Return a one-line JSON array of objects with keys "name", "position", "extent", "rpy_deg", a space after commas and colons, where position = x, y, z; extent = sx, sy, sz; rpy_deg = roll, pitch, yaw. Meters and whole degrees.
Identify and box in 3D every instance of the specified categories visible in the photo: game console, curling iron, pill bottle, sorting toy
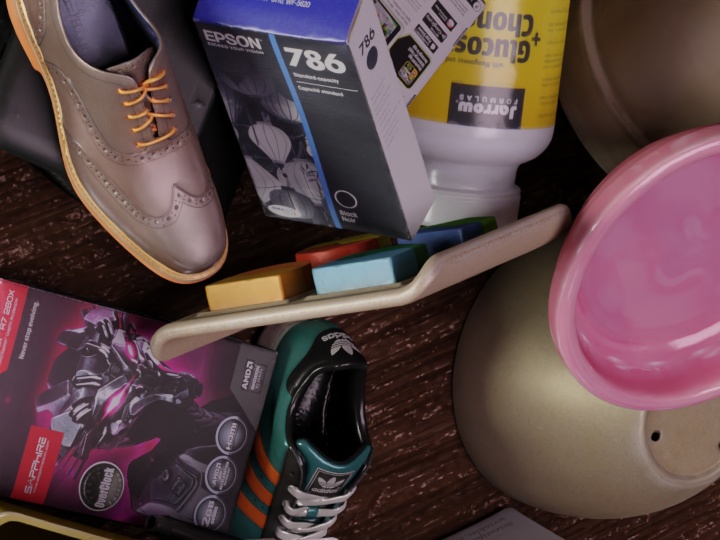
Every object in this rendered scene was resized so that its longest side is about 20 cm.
[{"name": "game console", "position": [-0.116, -0.127, 1.570], "extent": [0.176, 0.116, 0.200], "rpy_deg": [24, 77, -17]}, {"name": "curling iron", "position": [-0.051, 0.173, 1.662], "extent": [0.200, 0.026, 0.050], "rpy_deg": [22, 130, -37]}, {"name": "pill bottle", "position": [0.067, -0.129, 1.670], "extent": [0.112, 0.112, 0.201], "rpy_deg": [-1, 103, -31]}, {"name": "sorting toy", "position": [0.000, 0.000, 1.588], "extent": [0.185, 0.200, 0.037], "rpy_deg": [-22, 97, -58]}]

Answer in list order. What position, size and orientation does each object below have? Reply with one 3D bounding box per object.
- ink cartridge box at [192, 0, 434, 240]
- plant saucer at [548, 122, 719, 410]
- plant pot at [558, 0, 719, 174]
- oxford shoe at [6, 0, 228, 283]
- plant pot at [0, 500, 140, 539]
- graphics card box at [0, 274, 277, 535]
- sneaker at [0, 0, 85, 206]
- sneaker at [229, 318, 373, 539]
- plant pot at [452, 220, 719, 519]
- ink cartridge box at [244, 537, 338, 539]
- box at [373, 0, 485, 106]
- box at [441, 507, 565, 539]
[{"name": "ink cartridge box", "position": [-0.029, -0.101, 1.505], "extent": [0.039, 0.099, 0.200], "rpy_deg": [-59, 147, -34]}, {"name": "plant saucer", "position": [0.198, -0.009, 1.645], "extent": [0.200, 0.051, 0.201], "rpy_deg": [-15, 130, -18]}, {"name": "plant pot", "position": [0.242, -0.153, 1.686], "extent": [0.200, 0.174, 0.201], "rpy_deg": [15, 59, -25]}, {"name": "oxford shoe", "position": [-0.125, -0.084, 1.461], "extent": [0.071, 0.073, 0.200], "rpy_deg": [-32, 98, -20]}, {"name": "plant pot", "position": [-0.191, 0.226, 1.573], "extent": [0.200, 0.176, 0.200], "rpy_deg": [20, 93, -32]}, {"name": "graphics card box", "position": [-0.155, 0.082, 1.626], "extent": [0.200, 0.051, 0.126], "rpy_deg": [17, 87, -34]}, {"name": "sneaker", "position": [-0.181, -0.130, 1.552], "extent": [0.104, 0.060, 0.200], "rpy_deg": [-49, 119, -8]}, {"name": "sneaker", "position": [-0.038, 0.129, 1.693], "extent": [0.071, 0.080, 0.201], "rpy_deg": [-1, 106, -31]}, {"name": "plant pot", "position": [0.178, 0.077, 1.780], "extent": [0.200, 0.134, 0.201], "rpy_deg": [-8, 107, -28]}, {"name": "ink cartridge box", "position": [-0.086, 0.212, 1.486], "extent": [0.200, 0.068, 0.116], "rpy_deg": [-2, 104, -31]}, {"name": "box", "position": [-0.025, -0.181, 1.534], "extent": [0.200, 0.035, 0.110], "rpy_deg": [49, 65, -26]}, {"name": "box", "position": [0.080, 0.271, 1.734], "extent": [0.199, 0.200, 0.131], "rpy_deg": [-22, 116, -24]}]
